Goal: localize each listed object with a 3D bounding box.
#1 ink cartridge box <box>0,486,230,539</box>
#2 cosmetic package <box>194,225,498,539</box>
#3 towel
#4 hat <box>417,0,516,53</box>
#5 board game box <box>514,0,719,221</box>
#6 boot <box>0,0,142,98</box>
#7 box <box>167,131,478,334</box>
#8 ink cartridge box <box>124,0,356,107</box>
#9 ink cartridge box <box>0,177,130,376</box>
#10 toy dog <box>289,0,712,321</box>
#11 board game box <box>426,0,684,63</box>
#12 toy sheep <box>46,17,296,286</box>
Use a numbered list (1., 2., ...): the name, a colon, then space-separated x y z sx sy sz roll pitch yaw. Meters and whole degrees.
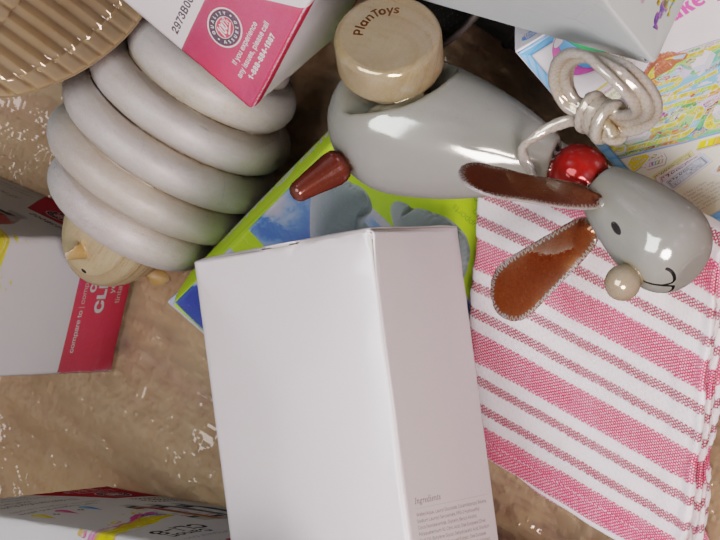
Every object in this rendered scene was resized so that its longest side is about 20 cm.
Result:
1. ink cartridge box: -0.103 0.198 1.528 0.199 0.145 0.146 6 93 35
2. cosmetic package: -0.004 0.084 1.398 0.107 0.085 0.201 -7 87 34
3. towel: 0.113 0.034 1.398 0.146 0.030 0.201 29 132 33
4. hat: 0.100 -0.160 1.410 0.081 0.201 0.201 34 115 -12
5. board game box: 0.187 -0.111 1.318 0.199 0.135 0.034 -30 30 23
6. boot: -0.153 -0.177 1.546 0.200 0.072 0.166 -47 27 -8
7. box: 0.000 0.000 1.485 0.122 0.048 0.200 42 117 -6
8. ink cartridge box: -0.081 -0.200 1.386 0.200 0.084 0.145 40 137 7
9. ink cartridge box: -0.240 -0.002 1.592 0.145 0.200 0.084 23 103 33
10. toy dog: 0.048 -0.038 1.311 0.199 0.132 0.096 20 60 42
11. board game box: 0.103 -0.204 1.289 0.147 0.064 0.201 19 76 37
12. toy sheep: -0.097 -0.077 1.536 0.138 0.138 0.201 40 113 29
